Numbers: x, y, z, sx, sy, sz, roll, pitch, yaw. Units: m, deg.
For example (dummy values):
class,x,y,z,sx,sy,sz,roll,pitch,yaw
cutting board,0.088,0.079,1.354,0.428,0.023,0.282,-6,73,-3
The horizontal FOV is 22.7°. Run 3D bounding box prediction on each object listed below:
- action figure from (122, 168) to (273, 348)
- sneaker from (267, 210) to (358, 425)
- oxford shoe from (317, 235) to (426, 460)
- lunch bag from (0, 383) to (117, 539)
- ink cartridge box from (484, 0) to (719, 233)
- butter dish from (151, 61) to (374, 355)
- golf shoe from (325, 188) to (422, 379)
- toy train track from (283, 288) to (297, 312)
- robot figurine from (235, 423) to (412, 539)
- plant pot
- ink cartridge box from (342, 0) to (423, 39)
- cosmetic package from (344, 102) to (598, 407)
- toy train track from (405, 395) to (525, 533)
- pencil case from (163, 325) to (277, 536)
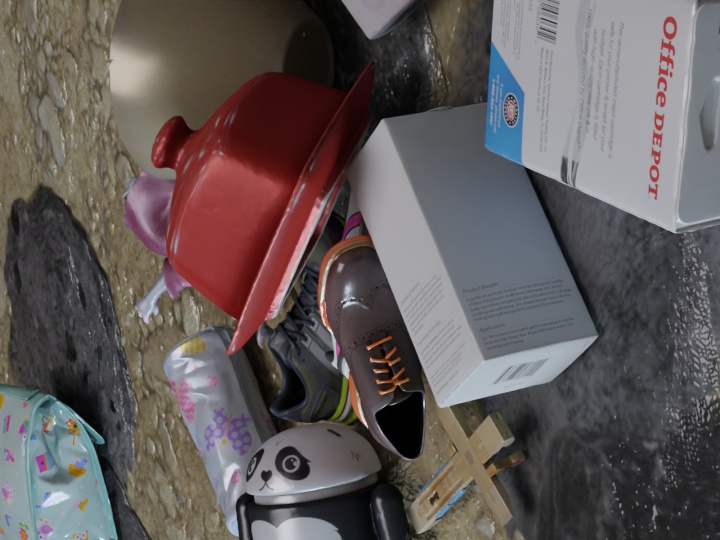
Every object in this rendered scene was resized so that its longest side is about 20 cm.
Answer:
class,x,y,z,sx,sy,sz,roll,pitch,yaw
action figure,-0.125,-0.016,1.597,0.200,0.133,0.150,39,113,46
sneaker,-0.036,0.046,1.545,0.074,0.081,0.201,26,120,53
oxford shoe,0.019,0.061,1.378,0.073,0.071,0.201,-124,12,-50
lunch bag,-0.380,0.232,2.131,0.170,0.121,0.201,5,109,59
ink cartridge box,0.171,-0.126,1.148,0.200,0.085,0.147,30,124,51
butter dish,-0.093,-0.072,1.401,0.147,0.200,0.200,25,127,1
golf shoe,0.000,0.000,1.464,0.092,0.072,0.201,15,112,39
toy train track,-0.083,-0.030,1.642,0.201,0.032,0.115,61,152,19
robot figurine,-0.032,0.233,1.547,0.125,0.149,0.201,-165,65,-87
plant pot,-0.101,-0.171,1.515,0.134,0.200,0.202,7,107,27
ink cartridge box,0.000,-0.297,1.359,0.200,0.057,0.162,51,146,-1
cosmetic package,0.079,-0.015,1.313,0.085,0.107,0.201,-53,53,53
toy train track,0.085,0.161,1.432,0.115,0.032,0.200,60,150,17
pencil case,-0.119,0.152,1.711,0.201,0.083,0.091,64,147,26
